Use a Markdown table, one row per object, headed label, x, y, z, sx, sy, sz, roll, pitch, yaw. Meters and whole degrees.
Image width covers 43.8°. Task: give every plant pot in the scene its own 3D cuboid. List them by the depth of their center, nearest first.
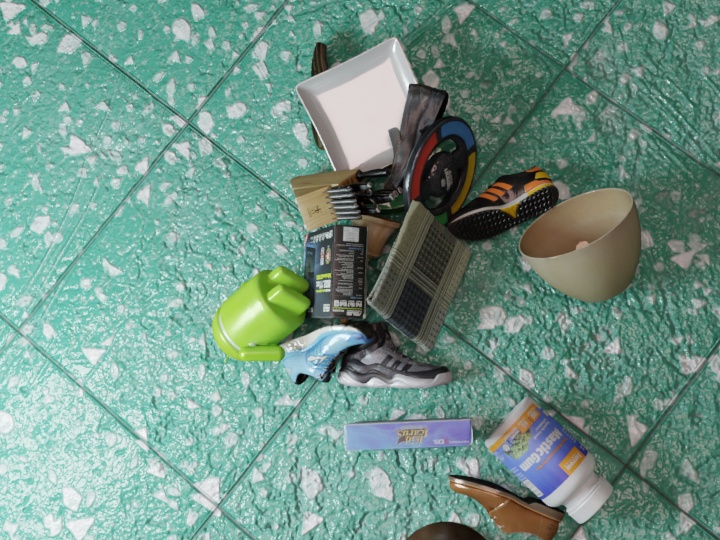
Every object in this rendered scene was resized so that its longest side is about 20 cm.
| label | x | y | z | sx | sy | sz | roll | pitch | yaw |
| --- | --- | --- | --- | --- | --- | --- | --- | --- | --- |
| plant pot | 0.135 | 0.506 | 1.413 | 0.186 | 0.200 | 0.187 | -1 | 82 | 6 |
| plant pot | 0.383 | -0.026 | 1.487 | 0.200 | 0.200 | 0.135 | -32 | 109 | 1 |

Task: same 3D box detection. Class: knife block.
| label | x | y | z | sx | sy | sz | roll | pitch | yaw |
| --- | --- | --- | --- | --- | --- | --- | --- | --- | --- |
| knife block | -0.026 | -0.136 | 1.535 | 0.175 | 0.200 | 0.064 | -19 | 110 | -2 |

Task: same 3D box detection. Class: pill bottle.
| label | x | y | z | sx | sy | sz | roll | pitch | yaw |
| --- | --- | --- | --- | --- | --- | --- | --- | --- | --- |
| pill bottle | 0.311 | 0.313 | 1.467 | 0.200 | 0.112 | 0.112 | 43 | 88 | 11 |

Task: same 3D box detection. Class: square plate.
| label | x | y | z | sx | sy | sz | roll | pitch | yaw |
| --- | --- | --- | --- | --- | --- | --- | --- | --- | --- |
| square plate | 0.016 | -0.276 | 1.566 | 0.200 | 0.028 | 0.198 | -26 | 94 | 1 |

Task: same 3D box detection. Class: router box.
| label | x | y | z | sx | sy | sz | roll | pitch | yaw |
| --- | --- | --- | --- | --- | --- | --- | --- | --- | --- |
| router box | -0.046 | 0.007 | 1.502 | 0.062 | 0.200 | 0.150 | 3 | 86 | -17 |

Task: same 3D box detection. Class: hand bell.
| label | x | y | z | sx | sy | sz | roll | pitch | yaw |
| --- | --- | --- | --- | --- | --- | --- | --- | --- | --- |
| hand bell | 0.000 | 0.000 | 1.576 | 0.104 | 0.104 | 0.200 | 16 | 95 | 9 |

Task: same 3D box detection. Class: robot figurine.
| label | x | y | z | sx | sy | sz | roll | pitch | yaw |
| --- | --- | --- | --- | --- | --- | --- | --- | --- | --- |
| robot figurine | -0.174 | 0.078 | 1.537 | 0.200 | 0.116 | 0.176 | -39 | 38 | 28 |

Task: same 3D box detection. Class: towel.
| label | x | y | z | sx | sy | sz | roll | pitch | yaw |
| --- | --- | --- | --- | --- | --- | --- | --- | --- | --- |
| towel | 0.100 | 0.009 | 1.498 | 0.034 | 0.193 | 0.200 | 11 | 70 | 44 |

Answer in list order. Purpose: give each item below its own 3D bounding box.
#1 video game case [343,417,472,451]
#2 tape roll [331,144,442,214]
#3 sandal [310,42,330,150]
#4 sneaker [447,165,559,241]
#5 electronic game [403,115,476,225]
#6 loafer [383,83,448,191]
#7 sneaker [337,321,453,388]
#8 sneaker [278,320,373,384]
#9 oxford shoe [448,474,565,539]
| label | x | y | z | sx | sy | sz | roll | pitch | yaw |
| --- | --- | --- | --- | --- | --- | --- | --- | --- | --- |
| video game case | 0.083 | 0.267 | 1.465 | 0.199 | 0.181 | 0.046 | -3 | 82 | 6 |
| tape roll | 0.049 | -0.202 | 1.609 | 0.200 | 0.048 | 0.201 | -1 | 82 | 7 |
| sandal | -0.059 | -0.320 | 1.635 | 0.054 | 0.082 | 0.201 | 2 | 74 | -15 |
| sneaker | 0.241 | -0.121 | 1.568 | 0.200 | 0.070 | 0.090 | -21 | 45 | 3 |
| electronic game | 0.138 | -0.163 | 1.522 | 0.042 | 0.200 | 0.200 | 22 | 84 | 34 |
| loafer | 0.080 | -0.223 | 1.528 | 0.072 | 0.073 | 0.200 | 24 | 87 | 11 |
| sneaker | 0.059 | 0.145 | 1.538 | 0.199 | 0.075 | 0.114 | 0 | 84 | 9 |
| sneaker | -0.051 | 0.143 | 1.527 | 0.200 | 0.078 | 0.090 | -25 | 78 | 38 |
| oxford shoe | 0.234 | 0.396 | 1.486 | 0.200 | 0.071 | 0.071 | 22 | 89 | 8 |
